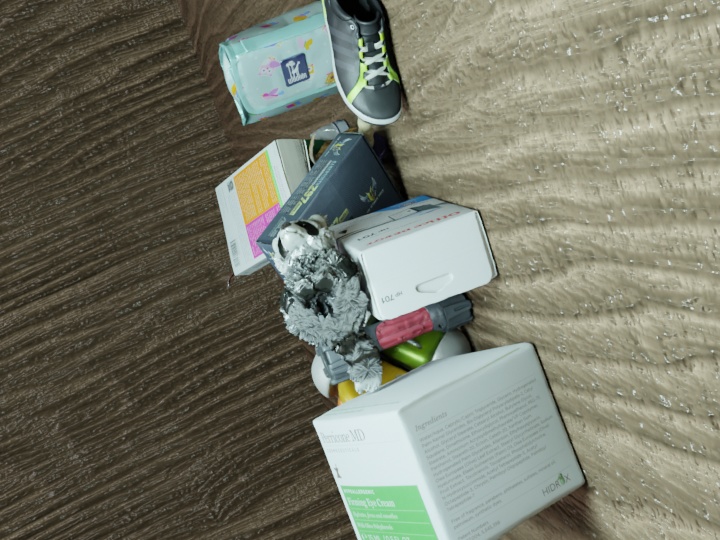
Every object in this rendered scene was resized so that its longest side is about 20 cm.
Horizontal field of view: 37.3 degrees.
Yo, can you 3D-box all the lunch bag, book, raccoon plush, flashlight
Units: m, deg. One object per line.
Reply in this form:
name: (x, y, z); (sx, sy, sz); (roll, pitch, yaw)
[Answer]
lunch bag: (-0.102, -0.285, 1.443); (0.200, 0.169, 0.123); (142, 108, -82)
book: (-0.132, -0.083, 1.471); (0.200, 0.048, 0.135); (-25, 75, 53)
raccoon plush: (-0.045, 0.034, 1.211); (0.134, 0.096, 0.201); (-113, 9, -57)
flashlight: (0.043, 0.076, 1.330); (0.068, 0.199, 0.068); (82, 163, -49)

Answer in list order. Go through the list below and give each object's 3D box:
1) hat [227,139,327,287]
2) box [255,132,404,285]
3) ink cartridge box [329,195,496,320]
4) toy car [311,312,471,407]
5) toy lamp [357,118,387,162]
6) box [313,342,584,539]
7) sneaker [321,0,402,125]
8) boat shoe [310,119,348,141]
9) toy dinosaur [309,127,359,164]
hat: (-0.086, -0.080, 1.604); (0.176, 0.198, 0.167); (111, 163, -53)
box: (-0.028, -0.053, 1.378); (0.051, 0.200, 0.158); (8, 143, 43)
ink cartridge box: (0.051, -0.020, 1.249); (0.200, 0.145, 0.087); (-152, 44, -74)
toy car: (0.041, 0.141, 1.425); (0.174, 0.200, 0.151); (24, 142, 17)
toy lamp: (0.006, -0.197, 1.392); (0.201, 0.058, 0.058); (87, 159, -54)
box: (0.095, 0.200, 1.187); (0.199, 0.199, 0.172); (-20, 91, 59)
sneaker: (-0.001, -0.265, 1.239); (0.083, 0.071, 0.201); (180, 69, -78)
boat shoe: (-0.030, -0.124, 1.638); (0.075, 0.086, 0.203); (-176, 66, -79)
toy dinosaur: (-0.044, -0.149, 1.459); (0.200, 0.060, 0.107); (-44, -52, -65)
